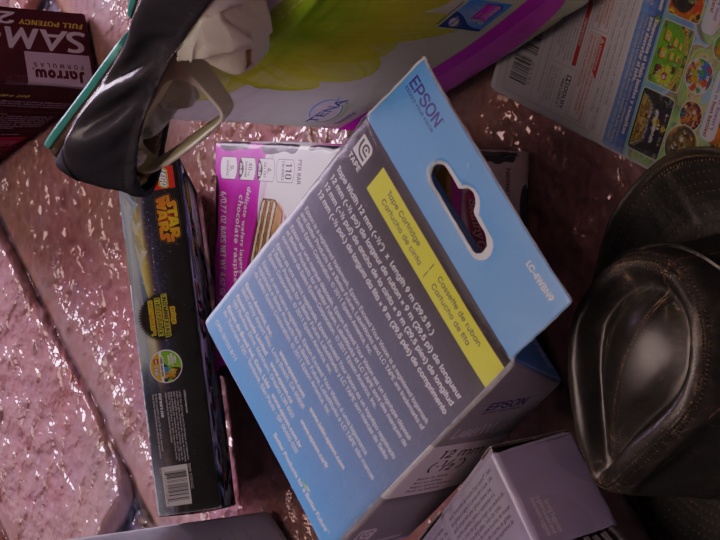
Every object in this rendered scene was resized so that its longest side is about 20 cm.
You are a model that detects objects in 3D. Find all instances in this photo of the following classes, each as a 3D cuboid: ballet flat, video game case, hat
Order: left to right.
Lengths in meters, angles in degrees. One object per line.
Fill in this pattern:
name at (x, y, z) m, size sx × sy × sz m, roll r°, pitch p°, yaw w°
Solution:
ballet flat at (-0.079, -0.103, 0.815) m, size 0.200 × 0.073 × 0.073 m, roll -53°, pitch 54°, yaw 41°
video game case at (0.147, -0.118, 0.826) m, size 0.200 × 0.018 × 0.144 m, roll 34°, pitch 116°, yaw 44°
hat at (0.139, 0.049, 0.780) m, size 0.200 × 0.080 × 0.203 m, roll 19°, pitch 114°, yaw 50°

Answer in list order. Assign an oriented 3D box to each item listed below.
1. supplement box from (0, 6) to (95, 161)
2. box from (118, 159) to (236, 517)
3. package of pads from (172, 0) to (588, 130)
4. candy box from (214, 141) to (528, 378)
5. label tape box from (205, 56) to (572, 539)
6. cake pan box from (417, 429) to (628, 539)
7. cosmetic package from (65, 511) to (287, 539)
supplement box at (-0.283, -0.119, 1.265) m, size 0.199 × 0.108 × 0.061 m, roll -25°, pitch 73°, yaw 46°
box at (-0.107, 0.043, 1.061) m, size 0.137 × 0.039 × 0.202 m, roll 102°, pitch 161°, yaw -84°
package of pads at (-0.006, -0.129, 0.882) m, size 0.200 × 0.153 × 0.069 m, roll -29°, pitch 65°, yaw 54°
candy box at (0.000, 0.000, 0.972) m, size 0.199 × 0.061 × 0.138 m, roll 6°, pitch 97°, yaw 49°
label tape box at (0.023, 0.019, 0.855) m, size 0.200 × 0.066 × 0.144 m, roll -49°, pitch 59°, yaw 34°
cake pan box at (0.085, 0.198, 0.852) m, size 0.185 × 0.052 × 0.200 m, roll 63°, pitch 150°, yaw 24°
cosmetic package at (-0.121, 0.261, 1.020) m, size 0.167 × 0.199 × 0.168 m, roll 53°, pitch 128°, yaw 34°
